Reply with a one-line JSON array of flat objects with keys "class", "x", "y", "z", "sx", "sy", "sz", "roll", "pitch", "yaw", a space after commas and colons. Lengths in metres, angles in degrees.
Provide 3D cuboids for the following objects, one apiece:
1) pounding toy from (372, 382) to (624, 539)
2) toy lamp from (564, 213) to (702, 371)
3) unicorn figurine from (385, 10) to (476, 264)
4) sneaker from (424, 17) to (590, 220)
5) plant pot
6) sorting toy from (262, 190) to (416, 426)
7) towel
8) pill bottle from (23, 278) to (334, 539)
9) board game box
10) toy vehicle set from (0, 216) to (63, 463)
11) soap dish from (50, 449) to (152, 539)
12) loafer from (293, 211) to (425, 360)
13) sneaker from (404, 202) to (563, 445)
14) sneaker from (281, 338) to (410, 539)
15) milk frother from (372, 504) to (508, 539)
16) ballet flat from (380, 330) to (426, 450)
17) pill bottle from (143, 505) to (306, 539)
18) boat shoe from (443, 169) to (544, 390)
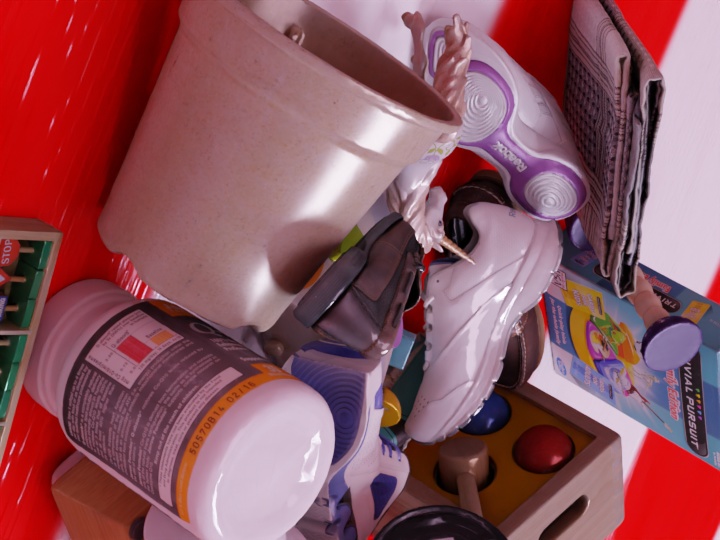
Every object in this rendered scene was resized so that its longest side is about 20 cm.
[{"class": "pounding toy", "x": 0.103, "y": 0.182, "z": 1.545, "sx": 0.200, "sy": 0.184, "sz": 0.143, "roll": -36, "pitch": 136, "yaw": -29}, {"class": "toy lamp", "x": 0.217, "y": -0.004, "z": 1.557, "sx": 0.058, "sy": 0.200, "sz": 0.058, "roll": -13, "pitch": 134, "yaw": -14}, {"class": "unicorn figurine", "x": 0.042, "y": -0.094, "z": 1.336, "sx": 0.200, "sy": 0.073, "sz": 0.138, "roll": 84, "pitch": 2, "yaw": -75}, {"class": "sneaker", "x": 0.104, "y": -0.126, "z": 1.461, "sx": 0.075, "sy": 0.100, "sz": 0.200, "roll": -27, "pitch": 127, "yaw": 20}, {"class": "plant pot", "x": -0.068, "y": -0.072, "z": 1.205, "sx": 0.200, "sy": 0.200, "sz": 0.184, "roll": 15, "pitch": 113, "yaw": -52}, {"class": "sorting toy", "x": 0.000, "y": 0.000, "z": 1.406, "sx": 0.181, "sy": 0.106, "sz": 0.200, "roll": -63, "pitch": 148, "yaw": -31}, {"class": "towel", "x": 0.186, "y": -0.107, "z": 1.480, "sx": 0.034, "sy": 0.200, "sz": 0.194, "roll": -1, "pitch": 120, "yaw": -9}, {"class": "pill bottle", "x": -0.121, "y": 0.086, "z": 1.209, "sx": 0.116, "sy": 0.200, "sz": 0.117, "roll": -28, "pitch": 132, "yaw": -36}, {"class": "board game box", "x": 0.246, "y": 0.067, "z": 1.627, "sx": 0.047, "sy": 0.200, "sz": 0.152, "roll": -38, "pitch": 137, "yaw": -24}, {"class": "toy vehicle set", "x": -0.262, "y": 0.062, "z": 1.171, "sx": 0.124, "sy": 0.026, "sz": 0.201, "roll": 0, "pitch": 112, "yaw": -50}, {"class": "soap dish", "x": -0.125, "y": 0.182, "z": 1.363, "sx": 0.157, "sy": 0.081, "sz": 0.201, "roll": -39, "pitch": 136, "yaw": -27}, {"class": "loafer", "x": 0.009, "y": 0.015, "z": 1.236, "sx": 0.072, "sy": 0.063, "sz": 0.200, "roll": -48, "pitch": 178, "yaw": 18}, {"class": "sneaker", "x": 0.078, "y": 0.038, "z": 1.454, "sx": 0.087, "sy": 0.075, "sz": 0.201, "roll": 25, "pitch": 96, "yaw": -9}, {"class": "sneaker", "x": -0.015, "y": 0.129, "z": 1.360, "sx": 0.115, "sy": 0.080, "sz": 0.201, "roll": -43, "pitch": 144, "yaw": -57}, {"class": "milk frother", "x": 0.066, "y": 0.298, "z": 1.348, "sx": 0.188, "sy": 0.179, "sz": 0.201, "roll": 110, "pitch": -10, "yaw": -61}, {"class": "ballet flat", "x": 0.012, "y": 0.121, "z": 1.503, "sx": 0.200, "sy": 0.076, "sz": 0.064, "roll": -35, "pitch": 170, "yaw": -23}, {"class": "pill bottle", "x": -0.080, "y": 0.233, "z": 1.282, "sx": 0.120, "sy": 0.119, "sz": 0.201, "roll": -39, "pitch": 136, "yaw": -27}, {"class": "boat shoe", "x": 0.100, "y": 0.019, "z": 1.529, "sx": 0.070, "sy": 0.070, "sz": 0.201, "roll": -52, "pitch": 138, "yaw": -46}]
